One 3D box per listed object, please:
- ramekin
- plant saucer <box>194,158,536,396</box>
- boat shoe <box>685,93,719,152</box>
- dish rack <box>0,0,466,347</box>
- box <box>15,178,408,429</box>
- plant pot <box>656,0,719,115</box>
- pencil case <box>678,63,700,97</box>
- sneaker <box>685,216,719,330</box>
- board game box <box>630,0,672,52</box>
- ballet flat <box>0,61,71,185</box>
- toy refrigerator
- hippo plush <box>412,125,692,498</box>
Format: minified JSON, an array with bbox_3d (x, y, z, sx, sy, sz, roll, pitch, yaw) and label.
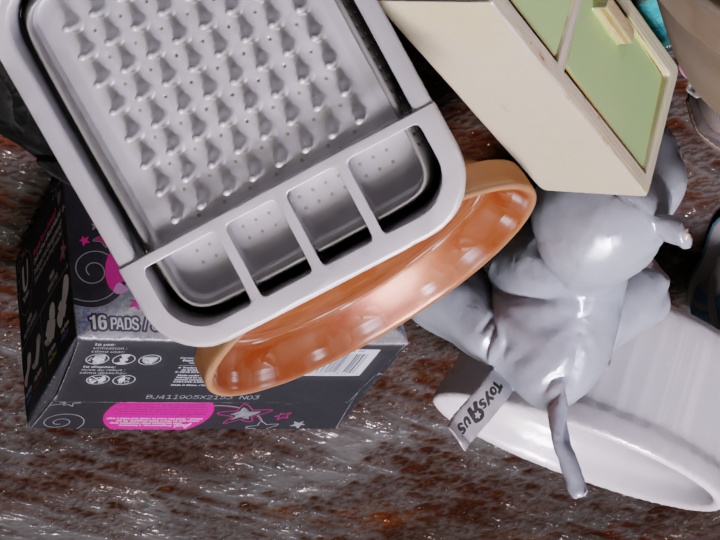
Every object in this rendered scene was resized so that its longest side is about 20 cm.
[{"bbox_3d":[0.156,0.075,1.490,0.199,0.098,0.201,21,169,4],"label":"ramekin"},{"bbox_3d":[0.000,0.000,1.202,0.199,0.032,0.200,-28,166,-8],"label":"plant saucer"},{"bbox_3d":[0.254,-0.067,1.324,0.199,0.075,0.073,13,148,-37],"label":"boat shoe"},{"bbox_3d":[-0.060,-0.083,1.076,0.171,0.201,0.044,-27,-168,13],"label":"dish rack"},{"bbox_3d":[-0.090,0.016,1.348,0.198,0.116,0.132,1,153,-22],"label":"box"},{"bbox_3d":[0.201,-0.143,1.002,0.198,0.202,0.174,-6,160,-3],"label":"plant pot"},{"bbox_3d":[0.239,-0.061,1.107,0.082,0.201,0.087,-22,156,-36],"label":"pencil case"},{"bbox_3d":[0.261,0.029,1.528,0.076,0.081,0.200,-11,157,3],"label":"sneaker"},{"bbox_3d":[0.221,-0.164,1.156,0.198,0.028,0.135,-10,156,5],"label":"board game box"},{"bbox_3d":[-0.174,-0.100,1.169,0.066,0.057,0.200,10,162,33],"label":"ballet flat"},{"bbox_3d":[0.089,-0.114,1.123,0.069,0.077,0.200,5,158,32],"label":"toy refrigerator"},{"bbox_3d":[0.105,-0.016,1.313,0.158,0.200,0.162,24,134,9],"label":"hippo plush"}]
